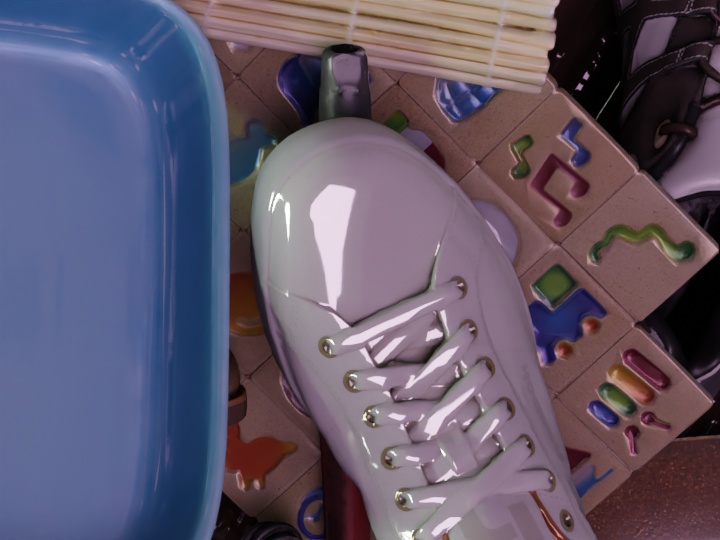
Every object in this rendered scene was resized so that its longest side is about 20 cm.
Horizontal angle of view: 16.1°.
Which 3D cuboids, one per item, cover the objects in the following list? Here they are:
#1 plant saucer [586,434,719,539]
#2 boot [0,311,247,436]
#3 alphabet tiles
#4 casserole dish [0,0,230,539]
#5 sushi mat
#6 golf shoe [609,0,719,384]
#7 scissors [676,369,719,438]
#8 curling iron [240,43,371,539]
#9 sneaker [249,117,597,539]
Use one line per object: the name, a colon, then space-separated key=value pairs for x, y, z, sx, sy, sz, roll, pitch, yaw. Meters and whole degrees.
plant saucer: x=0.109 y=0.144 z=0.834 sx=0.200 sy=0.034 sz=0.200 roll=-2 pitch=121 yaw=-3
boot: x=-0.124 y=-0.001 z=0.729 sx=0.200 sy=0.074 sz=0.076 roll=14 pitch=93 yaw=-10
alphabet tiles: x=0.000 y=0.000 z=0.753 sx=0.200 sy=0.006 sz=0.166 roll=45 pitch=112 yaw=-5
casserole dish: x=-0.098 y=0.006 z=0.686 sx=0.121 sy=0.039 sz=0.200 roll=5 pitch=73 yaw=-19
sushi mat: x=-0.037 y=-0.111 z=0.711 sx=0.200 sy=0.012 sz=0.096 roll=10 pitch=107 yaw=5
golf shoe: x=0.114 y=-0.058 z=0.769 sx=0.078 sy=0.094 sz=0.200 roll=8 pitch=104 yaw=-17
scissors: x=0.134 y=-0.008 z=0.818 sx=0.200 sy=0.014 sz=0.073 roll=-41 pitch=120 yaw=-10
curling iron: x=-0.011 y=0.032 z=0.740 sx=0.050 sy=0.026 sz=0.200 roll=-11 pitch=118 yaw=-40
sneaker: x=0.032 y=0.052 z=0.704 sx=0.073 sy=0.085 sz=0.200 roll=-27 pitch=111 yaw=-10
